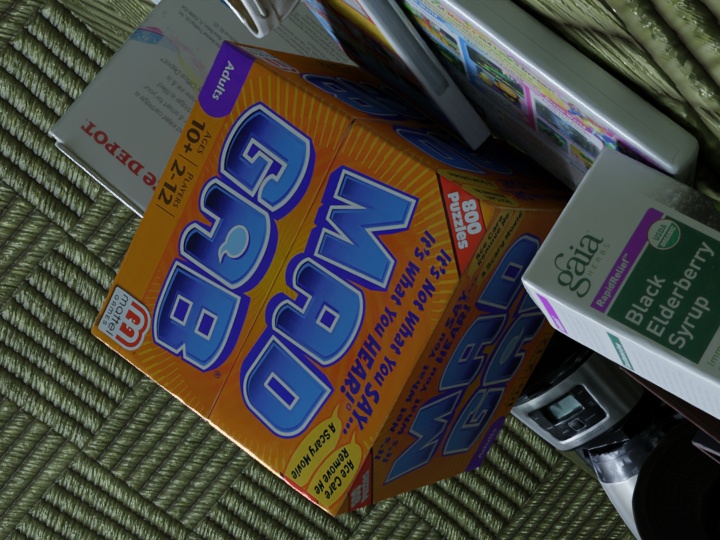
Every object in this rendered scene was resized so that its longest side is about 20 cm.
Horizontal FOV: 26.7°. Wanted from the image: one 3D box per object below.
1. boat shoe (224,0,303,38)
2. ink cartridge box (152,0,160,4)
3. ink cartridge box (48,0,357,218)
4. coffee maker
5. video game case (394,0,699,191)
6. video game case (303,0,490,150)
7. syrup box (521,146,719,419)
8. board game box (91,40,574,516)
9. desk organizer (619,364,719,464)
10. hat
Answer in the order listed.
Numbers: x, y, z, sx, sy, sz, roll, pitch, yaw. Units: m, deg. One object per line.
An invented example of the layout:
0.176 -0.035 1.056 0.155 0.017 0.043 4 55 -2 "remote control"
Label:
-0.115 -0.227 0.969 0.200 0.070 0.071 42 176 -31 "boat shoe"
-0.148 -0.248 1.310 0.196 0.043 0.200 40 175 26 "ink cartridge box"
-0.109 -0.125 1.125 0.144 0.200 0.085 40 176 -1 "ink cartridge box"
0.201 0.101 1.083 0.200 0.135 0.192 49 -168 -9 "coffee maker"
0.094 -0.094 0.813 0.200 0.024 0.182 40 176 16 "video game case"
-0.012 -0.159 0.867 0.143 0.017 0.200 42 177 43 "video game case"
0.183 0.028 0.713 0.200 0.079 0.081 30 174 23 "syrup box"
0.000 0.000 0.938 0.200 0.200 0.200 34 -163 23 "board game box"
0.209 0.061 0.862 0.200 0.077 0.072 35 174 -29 "desk organizer"
0.269 0.175 0.950 0.201 0.200 0.081 38 151 32 "hat"
